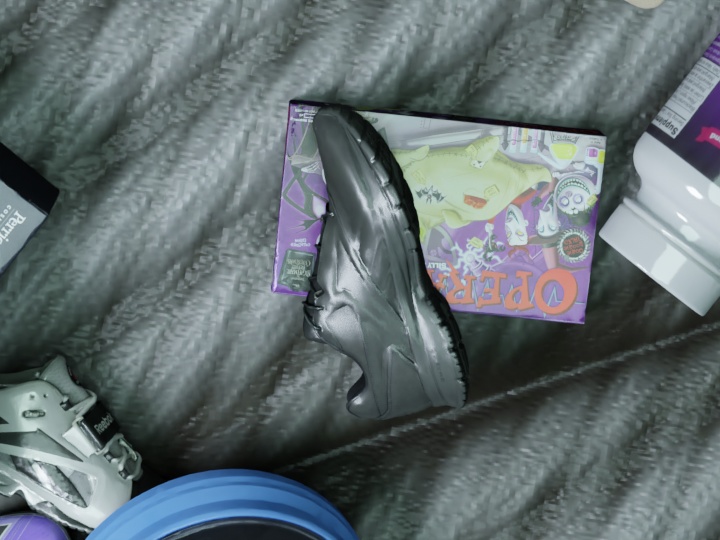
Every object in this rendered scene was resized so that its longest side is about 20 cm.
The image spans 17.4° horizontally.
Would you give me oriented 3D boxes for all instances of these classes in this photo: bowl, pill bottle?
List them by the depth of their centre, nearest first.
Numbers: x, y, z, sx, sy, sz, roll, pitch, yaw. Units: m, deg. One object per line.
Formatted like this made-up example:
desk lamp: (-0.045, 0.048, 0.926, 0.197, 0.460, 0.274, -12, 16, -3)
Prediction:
pill bottle: (0.236, -0.077, 1.421, 0.111, 0.111, 0.201, 36, 96, -8)
bowl: (-0.088, 0.216, 1.448, 0.199, 0.039, 0.202, -7, 121, -13)

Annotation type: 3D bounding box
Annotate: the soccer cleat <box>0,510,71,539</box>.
soccer cleat: (-0.270, 0.212, 1.459, 0.199, 0.073, 0.069, -23, 100, 1)

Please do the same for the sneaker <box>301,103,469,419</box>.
sneaker: (0.000, 0.000, 1.417, 0.090, 0.076, 0.202, -17, 98, 7)

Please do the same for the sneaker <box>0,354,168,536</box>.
sneaker: (-0.180, 0.103, 1.447, 0.199, 0.074, 0.089, 22, 99, -7)

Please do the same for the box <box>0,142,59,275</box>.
box: (-0.312, -0.021, 1.405, 0.182, 0.104, 0.200, 40, 95, -8)

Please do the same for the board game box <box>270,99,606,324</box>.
board game box: (0.048, -0.036, 1.461, 0.198, 0.032, 0.121, 5, 103, -4)

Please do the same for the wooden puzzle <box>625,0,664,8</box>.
wooden puzzle: (0.147, -0.286, 1.425, 0.184, 0.037, 0.201, 27, 101, -7)
